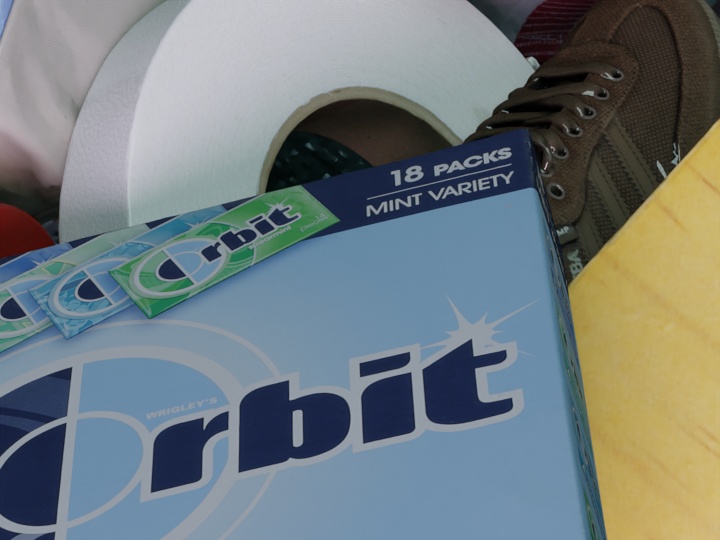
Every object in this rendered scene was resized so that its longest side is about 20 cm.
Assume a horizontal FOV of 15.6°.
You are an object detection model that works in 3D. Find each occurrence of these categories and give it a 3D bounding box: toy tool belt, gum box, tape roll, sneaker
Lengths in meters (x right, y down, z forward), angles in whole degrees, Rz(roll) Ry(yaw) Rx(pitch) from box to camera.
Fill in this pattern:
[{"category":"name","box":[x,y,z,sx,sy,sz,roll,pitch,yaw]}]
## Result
[{"category":"toy tool belt","box":[-0.124,-0.051,0.805,0.125,0.123,0.201,36,54,-36]},{"category":"gum box","box":[-0.030,0.055,0.614,0.169,0.045,0.200,-14,35,7]},{"category":"tape roll","box":[0.000,0.000,0.792,0.202,0.037,0.203,17,64,-38]},{"category":"sneaker","box":[0.058,-0.019,0.771,0.076,0.070,0.200,44,51,-37]}]

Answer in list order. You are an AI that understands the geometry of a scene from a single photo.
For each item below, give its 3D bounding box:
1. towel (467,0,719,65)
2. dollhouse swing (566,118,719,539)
[{"category":"towel","box":[0.071,-0.096,0.865,0.199,0.144,0.023,0,75,-18]},{"category":"dollhouse swing","box":[0.157,0.048,0.747,0.182,0.176,0.200,43,93,12]}]
